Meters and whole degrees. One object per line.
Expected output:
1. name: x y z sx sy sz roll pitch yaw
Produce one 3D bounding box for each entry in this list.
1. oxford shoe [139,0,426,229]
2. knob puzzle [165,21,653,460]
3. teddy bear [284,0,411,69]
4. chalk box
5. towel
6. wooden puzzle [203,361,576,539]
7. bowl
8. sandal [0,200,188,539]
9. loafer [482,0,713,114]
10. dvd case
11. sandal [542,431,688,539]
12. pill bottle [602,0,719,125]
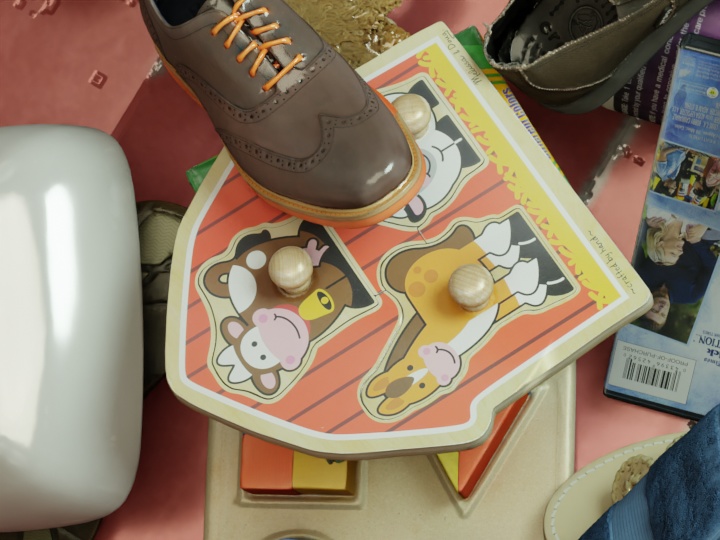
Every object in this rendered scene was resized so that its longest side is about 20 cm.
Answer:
1. oxford shoe: -0.045 -0.087 1.304 0.071 0.073 0.200 -42 49 -9
2. knob puzzle: -0.001 -0.002 1.301 0.219 0.030 0.220 -4 66 8
3. teddy bear: -0.035 -0.142 1.430 0.200 0.067 0.145 31 108 -17
4. chalk box: 0.000 0.000 1.384 0.200 0.125 0.124 -26 64 -4
5. towel: 0.131 0.139 1.310 0.049 0.112 0.200 29 120 -21
6. wooden puzzle: 0.011 0.123 1.432 0.185 0.046 0.200 0 84 9
7. bowl: -0.200 0.027 1.416 0.200 0.075 0.200 -6 82 39
8. sandal: -0.132 0.055 1.462 0.082 0.055 0.200 19 102 1
9. loafer: 0.127 -0.145 1.300 0.073 0.071 0.200 52 121 26
10. dvd case: 0.201 -0.006 1.373 0.143 0.018 0.200 15 122 8
11. sandal: 0.187 0.091 1.369 0.211 0.070 0.078 -4 53 10
12. pill bottle: 0.183 -0.116 1.399 0.200 0.112 0.113 19 87 10
